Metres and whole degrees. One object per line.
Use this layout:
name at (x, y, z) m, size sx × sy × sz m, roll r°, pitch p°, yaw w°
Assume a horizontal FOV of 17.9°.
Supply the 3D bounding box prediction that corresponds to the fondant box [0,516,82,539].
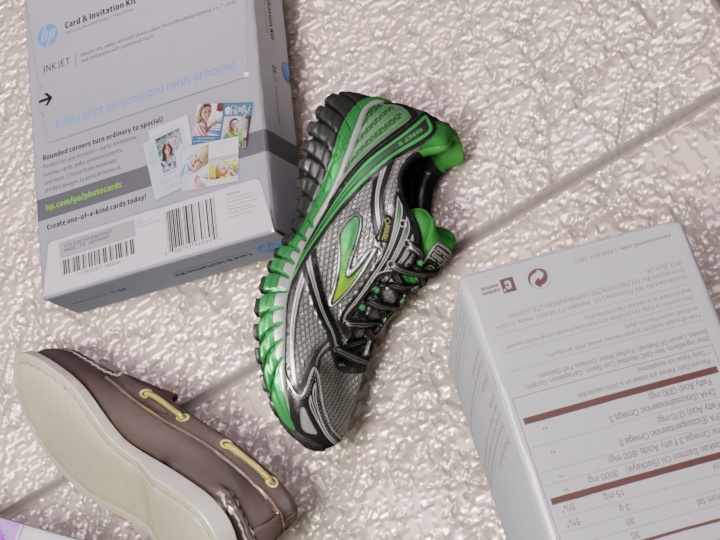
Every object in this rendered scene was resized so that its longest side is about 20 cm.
fondant box at (-0.184, 0.240, 1.235) m, size 0.144 × 0.058 × 0.200 m, roll 12°, pitch 77°, yaw 24°

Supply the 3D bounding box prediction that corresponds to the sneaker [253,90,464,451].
sneaker at (0.000, 0.000, 1.225) m, size 0.085 × 0.078 × 0.200 m, roll 9°, pitch 77°, yaw 23°

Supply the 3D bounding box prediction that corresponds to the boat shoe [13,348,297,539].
boat shoe at (-0.116, 0.096, 1.251) m, size 0.059 × 0.072 × 0.200 m, roll -26°, pitch 42°, yaw -32°

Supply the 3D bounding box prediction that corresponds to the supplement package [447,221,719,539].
supplement package at (0.127, 0.098, 1.107) m, size 0.117 × 0.117 × 0.200 m, roll -15°, pitch 68°, yaw -8°

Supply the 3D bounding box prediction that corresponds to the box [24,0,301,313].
box at (-0.115, -0.091, 1.311) m, size 0.156 × 0.041 × 0.200 m, roll -16°, pitch 69°, yaw 24°
